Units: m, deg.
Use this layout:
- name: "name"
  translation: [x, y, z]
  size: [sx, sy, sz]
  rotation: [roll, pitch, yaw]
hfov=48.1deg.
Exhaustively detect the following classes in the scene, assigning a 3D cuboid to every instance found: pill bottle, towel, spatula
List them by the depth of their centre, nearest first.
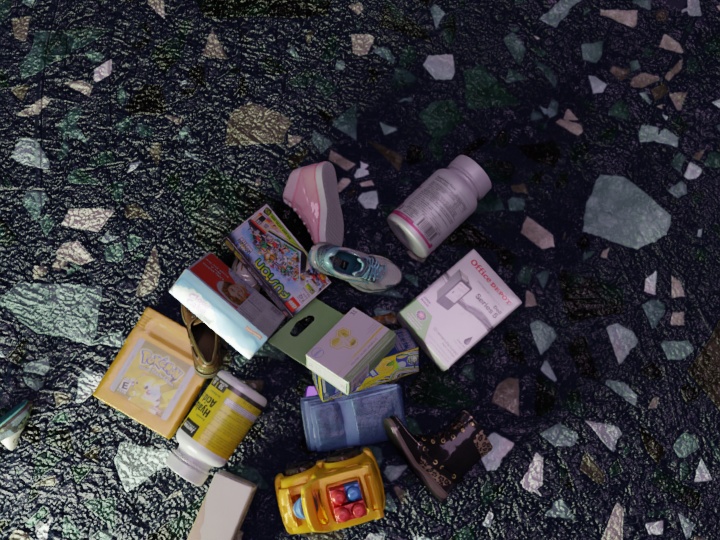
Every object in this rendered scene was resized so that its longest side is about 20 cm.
- name: "pill bottle"
  translation: [-0.274, 0.297, 1.514]
  size: [0.111, 0.111, 0.200]
  rotation: [33, 79, 5]
- name: "towel"
  translation: [-0.011, 0.282, 1.550]
  size: [0.200, 0.049, 0.112]
  rotation: [-9, 90, -5]
- name: "spatula"
  translation: [-0.077, 0.190, 1.577]
  size: [0.056, 0.021, 0.200]
  rotation: [6, 94, -1]
- name: "pill bottle"
  translation: [0.160, -0.131, 1.613]
  size: [0.200, 0.113, 0.113]
  rotation: [-43, 83, -9]

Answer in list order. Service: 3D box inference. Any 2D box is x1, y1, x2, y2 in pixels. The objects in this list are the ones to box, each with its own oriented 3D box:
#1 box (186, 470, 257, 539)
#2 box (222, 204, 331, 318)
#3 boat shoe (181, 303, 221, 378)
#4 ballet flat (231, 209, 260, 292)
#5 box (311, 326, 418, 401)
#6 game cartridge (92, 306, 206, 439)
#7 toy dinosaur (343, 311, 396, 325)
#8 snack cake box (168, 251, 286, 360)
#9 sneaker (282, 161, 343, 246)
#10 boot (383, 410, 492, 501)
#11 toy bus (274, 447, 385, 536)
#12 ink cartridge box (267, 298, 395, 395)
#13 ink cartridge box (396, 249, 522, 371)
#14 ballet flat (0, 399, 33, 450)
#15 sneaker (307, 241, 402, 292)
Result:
- name: "box"
  translation: [-0.265, 0.478, 1.488]
  size: [0.078, 0.095, 0.200]
  rotation: [21, 77, 3]
- name: "box"
  translation: [-0.161, -0.017, 1.571]
  size: [0.110, 0.035, 0.200]
  rotation: [-43, 97, -23]
- name: "boat shoe"
  translation: [-0.301, 0.104, 1.555]
  size: [0.072, 0.068, 0.200]
  rotation: [-11, 65, -17]
- name: "ballet flat"
  translation: [-0.220, -0.029, 1.606]
  size: [0.067, 0.062, 0.200]
  rotation: [11, 79, 1]
- name: "box"
  translation: [0.009, 0.179, 1.539]
  size: [0.200, 0.070, 0.064]
  rotation: [-15, 41, -13]
- name: "game cartridge"
  translation: [-0.392, 0.198, 1.571]
  size: [0.176, 0.032, 0.200]
  rotation: [28, 80, 4]
- name: "toy dinosaur"
  translation: [-0.026, 0.107, 1.599]
  size: [0.200, 0.060, 0.106]
  rotation: [7, 63, 11]
- name: "snack cake box"
  translation: [-0.251, 0.065, 1.538]
  size: [0.200, 0.115, 0.067]
  rotation: [41, 114, -2]
- name: "sneaker"
  translation: [-0.097, -0.116, 1.629]
  size: [0.105, 0.075, 0.200]
  rotation: [-2, 98, 29]
- name: "boot"
  translation: [0.148, 0.319, 1.527]
  size: [0.151, 0.073, 0.200]
  rotation: [-38, 101, -11]
- name: "toy bus"
  translation: [-0.054, 0.414, 1.452]
  size: [0.200, 0.192, 0.136]
  rotation: [-14, 88, -3]
- name: "ink cartridge box"
  translation: [-0.055, 0.126, 1.508]
  size: [0.200, 0.048, 0.146]
  rotation: [31, 55, 23]
- name: "ink cartridge box"
  translation: [0.192, 0.078, 1.586]
  size: [0.200, 0.084, 0.146]
  rotation: [-40, 82, -9]
- name: "ballet flat"
  translation: [-0.693, 0.325, 1.526]
  size: [0.200, 0.074, 0.074]
  rotation: [-34, 82, -6]
- name: "sneaker"
  translation: [0.000, 0.000, 1.570]
  size: [0.200, 0.086, 0.078]
  rotation: [14, 89, -25]
